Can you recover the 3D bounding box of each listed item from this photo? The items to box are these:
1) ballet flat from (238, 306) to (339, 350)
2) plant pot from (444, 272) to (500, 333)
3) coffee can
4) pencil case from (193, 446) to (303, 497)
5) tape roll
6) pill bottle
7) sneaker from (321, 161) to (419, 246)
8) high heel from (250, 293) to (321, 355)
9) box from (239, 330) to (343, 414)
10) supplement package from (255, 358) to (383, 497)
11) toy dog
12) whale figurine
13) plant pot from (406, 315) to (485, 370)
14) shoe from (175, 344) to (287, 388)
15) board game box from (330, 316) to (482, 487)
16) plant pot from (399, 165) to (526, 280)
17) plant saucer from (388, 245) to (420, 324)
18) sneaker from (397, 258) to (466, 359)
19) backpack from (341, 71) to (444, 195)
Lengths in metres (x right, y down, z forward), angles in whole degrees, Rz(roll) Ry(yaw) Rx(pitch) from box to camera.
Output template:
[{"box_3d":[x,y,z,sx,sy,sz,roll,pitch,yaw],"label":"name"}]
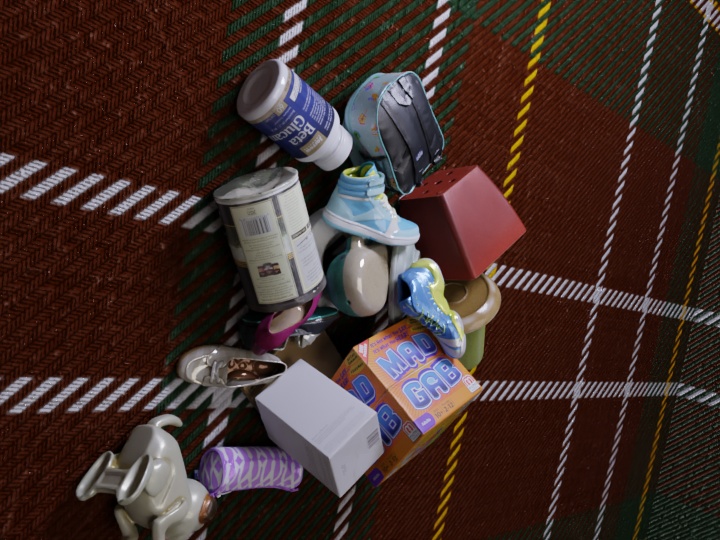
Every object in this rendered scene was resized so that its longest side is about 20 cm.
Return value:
[{"box_3d":[-0.131,0.110,1.231,0.197,0.073,0.074,-5,103,-30],"label":"ballet flat"},{"box_3d":[0.193,0.055,1.404,0.200,0.199,0.028,-41,135,-29],"label":"plant pot"},{"box_3d":[-0.149,-0.053,1.128,0.146,0.145,0.203,-30,119,-34],"label":"coffee can"},{"box_3d":[-0.196,0.364,1.219,0.198,0.084,0.087,11,58,-43],"label":"pencil case"},{"box_3d":[-0.047,-0.023,1.308,0.201,0.037,0.206,-12,107,-42],"label":"tape roll"},{"box_3d":[-0.105,-0.257,1.148,0.199,0.110,0.112,33,77,-42],"label":"pill bottle"},{"box_3d":[0.038,-0.125,1.233,0.197,0.080,0.132,12,111,-24],"label":"sneaker"},{"box_3d":[-0.112,0.063,1.156,0.067,0.096,0.201,37,57,-5],"label":"high heel"},{"box_3d":[-0.125,0.204,1.295,0.200,0.021,0.165,-48,127,-25],"label":"box"},{"box_3d":[-0.073,0.275,1.193,0.119,0.199,0.122,-38,138,-29],"label":"supplement package"},{"box_3d":[-0.325,0.356,1.082,0.201,0.138,0.195,61,29,-33],"label":"toy dog"},{"box_3d":[0.000,0.000,1.283,0.161,0.102,0.201,65,33,-30],"label":"whale figurine"},{"box_3d":[0.201,0.122,1.490,0.200,0.199,0.186,-41,136,-29],"label":"plant pot"},{"box_3d":[-0.219,0.167,1.164,0.198,0.053,0.071,5,92,-35],"label":"shoe"},{"box_3d":[0.070,0.247,1.300,0.199,0.200,0.201,-23,154,-45],"label":"board game box"},{"box_3d":[0.197,-0.110,1.424,0.199,0.198,0.178,-38,112,-31],"label":"plant pot"},{"box_3d":[0.092,0.011,1.364,0.200,0.049,0.204,4,90,-81],"label":"plant saucer"},{"box_3d":[0.123,0.083,1.269,0.104,0.076,0.203,-18,83,-30],"label":"sneaker"},{"box_3d":[0.054,-0.270,1.267,0.176,0.152,0.201,-49,138,-26],"label":"backpack"}]
